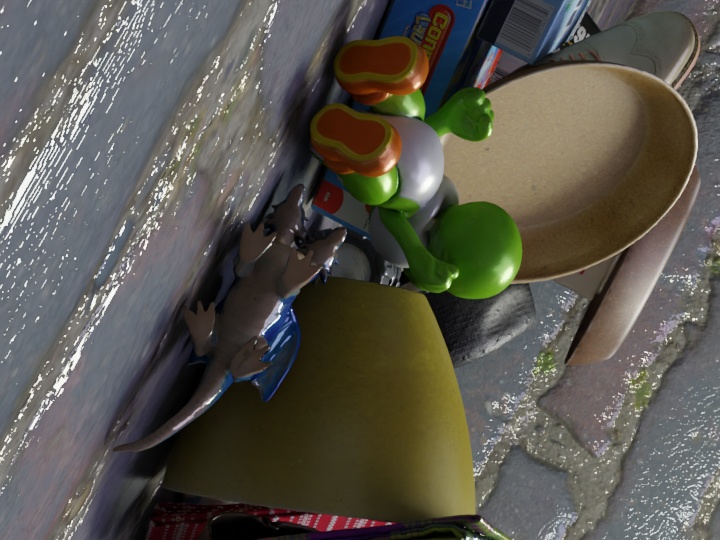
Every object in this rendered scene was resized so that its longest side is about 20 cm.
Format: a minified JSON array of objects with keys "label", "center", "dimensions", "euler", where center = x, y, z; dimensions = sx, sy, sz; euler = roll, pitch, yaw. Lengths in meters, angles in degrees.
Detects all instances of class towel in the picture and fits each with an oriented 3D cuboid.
[{"label":"towel","center":[-0.001,0.185,1.144],"dimensions":[0.144,0.199,0.023],"euler":[45,40,-60]},{"label":"towel","center":[-0.062,0.202,1.319],"dimensions":[0.145,0.199,0.023],"euler":[109,-27,-48]}]

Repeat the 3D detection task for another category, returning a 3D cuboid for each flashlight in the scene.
[{"label":"flashlight","center":[0.000,0.000,1.390],"dimensions":[0.200,0.067,0.068],"euler":[-6,113,-81]}]

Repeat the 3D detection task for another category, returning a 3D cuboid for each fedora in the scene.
[{"label":"fedora","center":[0.075,0.034,1.573],"dimensions":[0.199,0.092,0.201],"euler":[-23,179,-1]}]

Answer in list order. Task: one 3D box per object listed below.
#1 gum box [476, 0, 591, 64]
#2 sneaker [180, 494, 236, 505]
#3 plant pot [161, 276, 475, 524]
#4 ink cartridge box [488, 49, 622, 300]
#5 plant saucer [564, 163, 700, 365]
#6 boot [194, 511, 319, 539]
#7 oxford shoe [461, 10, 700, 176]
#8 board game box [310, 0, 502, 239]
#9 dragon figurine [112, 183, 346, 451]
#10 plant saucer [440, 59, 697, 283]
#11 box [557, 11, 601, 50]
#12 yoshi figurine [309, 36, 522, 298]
[{"label":"gum box","center":[0.147,-0.228,1.225],"dimensions":[0.171,0.044,0.200],"euler":[-65,174,16]},{"label":"sneaker","center":[-0.065,0.139,1.357],"dimensions":[0.201,0.086,0.075],"euler":[-59,175,-16]},{"label":"plant pot","center":[-0.018,0.079,1.177],"dimensions":[0.200,0.198,0.143],"euler":[52,45,-82]},{"label":"ink cartridge box","center":[0.132,-0.093,1.441],"dimensions":[0.145,0.199,0.084],"euler":[-65,172,24]},{"label":"plant saucer","center":[0.220,-0.008,1.474],"dimensions":[0.201,0.034,0.200],"euler":[-64,176,-8]},{"label":"boot","center":[-0.066,0.236,1.282],"dimensions":[0.166,0.199,0.073],"euler":[-45,-135,34]},{"label":"oxford shoe","center":[0.148,-0.121,1.268],"dimensions":[0.199,0.071,0.074],"euler":[-34,164,-5]},{"label":"board game box","center":[0.054,-0.146,1.271],"dimensions":[0.200,0.056,0.197],"euler":[-52,166,-58]},{"label":"dragon figurine","center":[-0.065,0.035,1.070],"dimensions":[0.201,0.059,0.099],"euler":[-62,173,-15]},{"label":"plant saucer","center":[0.123,-0.072,1.233],"dimensions":[0.201,0.199,0.036],"euler":[111,-27,-42]},{"label":"box","center":[0.162,-0.138,1.588],"dimensions":[0.049,0.200,0.160],"euler":[0,-128,48]},{"label":"yoshi figurine","center":[0.046,-0.047,1.129],"dimensions":[0.112,0.112,0.200],"euler":[-28,144,1]}]
